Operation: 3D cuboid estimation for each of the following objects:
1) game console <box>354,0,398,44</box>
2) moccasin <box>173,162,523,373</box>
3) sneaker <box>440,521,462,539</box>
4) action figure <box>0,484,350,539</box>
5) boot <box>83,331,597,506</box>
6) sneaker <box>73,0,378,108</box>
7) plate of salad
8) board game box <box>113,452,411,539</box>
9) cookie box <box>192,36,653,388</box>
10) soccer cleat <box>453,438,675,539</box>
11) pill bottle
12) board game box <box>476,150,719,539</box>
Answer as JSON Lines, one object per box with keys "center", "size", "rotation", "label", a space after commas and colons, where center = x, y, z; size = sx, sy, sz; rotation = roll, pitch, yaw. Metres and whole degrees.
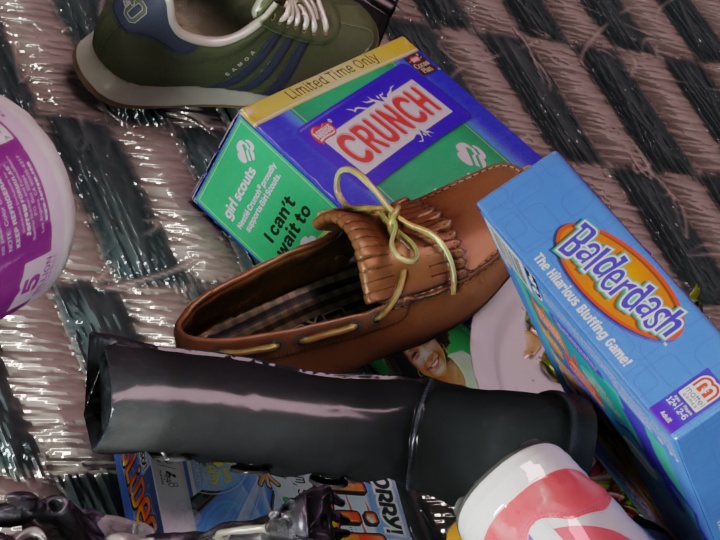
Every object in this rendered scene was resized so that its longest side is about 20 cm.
{"center": [-0.052, -0.227, 1.425], "size": [0.199, 0.176, 0.116], "rotation": [29, 6, -7], "label": "game console"}
{"center": [-0.001, -0.001, 1.136], "size": [0.201, 0.078, 0.074], "rotation": [-23, 49, -9], "label": "moccasin"}
{"center": [0.087, 0.193, 1.026], "size": [0.078, 0.077, 0.200], "rotation": [-33, 61, -7], "label": "sneaker"}
{"center": [-0.105, 0.140, 0.935], "size": [0.199, 0.102, 0.119], "rotation": [-7, 60, 16], "label": "action figure"}
{"center": [-0.015, 0.065, 0.996], "size": [0.199, 0.165, 0.066], "rotation": [13, 83, -14], "label": "boot"}
{"center": [-0.058, -0.142, 1.301], "size": [0.200, 0.090, 0.067], "rotation": [-9, 62, -37], "label": "sneaker"}
{"center": [0.147, 0.064, 1.158], "size": [0.199, 0.048, 0.201], "rotation": [21, 39, -18], "label": "plate of salad"}
{"center": [-0.033, 0.149, 1.045], "size": [0.135, 0.035, 0.200], "rotation": [12, 40, -28], "label": "board game box"}
{"center": [0.036, -0.023, 1.274], "size": [0.200, 0.075, 0.171], "rotation": [42, 37, 14], "label": "cookie box"}
{"center": [0.102, 0.133, 0.931], "size": [0.073, 0.068, 0.200], "rotation": [49, 2, 33], "label": "soccer cleat"}
{"center": [-0.224, -0.004, 1.011], "size": [0.112, 0.112, 0.200], "rotation": [41, 36, 12], "label": "pill bottle"}
{"center": [0.129, 0.063, 0.974], "size": [0.152, 0.045, 0.200], "rotation": [53, -6, 40], "label": "board game box"}
